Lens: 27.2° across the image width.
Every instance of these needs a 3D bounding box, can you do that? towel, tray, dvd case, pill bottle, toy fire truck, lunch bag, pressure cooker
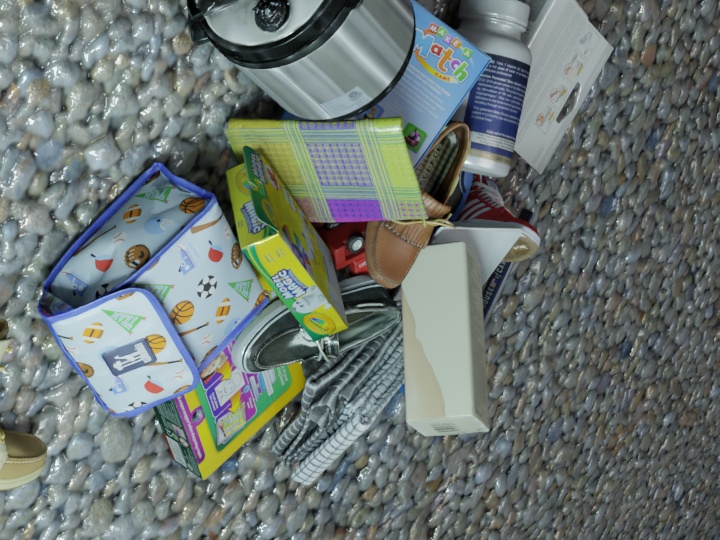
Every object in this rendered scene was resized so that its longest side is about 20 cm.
[{"bbox_3d":[-0.016,0.139,1.745,0.200,0.086,0.166,-48,179,-43],"label":"towel"},{"bbox_3d":[-0.037,-0.106,1.542,0.144,0.199,0.023,70,29,-44],"label":"towel"},{"bbox_3d":[0.107,-0.006,1.772,0.107,0.022,0.200,0,150,-21],"label":"tray"},{"bbox_3d":[0.163,0.034,1.888,0.200,0.025,0.150,-62,174,-20],"label":"dvd case"},{"bbox_3d":[0.139,-0.216,1.738,0.111,0.111,0.201,9,93,-54],"label":"pill bottle"},{"bbox_3d":[0.000,0.000,1.705,0.200,0.049,0.141,-27,135,-26],"label":"toy fire truck"},{"bbox_3d":[-0.206,0.029,1.463,0.200,0.124,0.170,-45,138,-20],"label":"lunch bag"},{"bbox_3d":[-0.055,-0.254,1.416,0.176,0.178,0.200,-57,146,-2],"label":"pressure cooker"}]

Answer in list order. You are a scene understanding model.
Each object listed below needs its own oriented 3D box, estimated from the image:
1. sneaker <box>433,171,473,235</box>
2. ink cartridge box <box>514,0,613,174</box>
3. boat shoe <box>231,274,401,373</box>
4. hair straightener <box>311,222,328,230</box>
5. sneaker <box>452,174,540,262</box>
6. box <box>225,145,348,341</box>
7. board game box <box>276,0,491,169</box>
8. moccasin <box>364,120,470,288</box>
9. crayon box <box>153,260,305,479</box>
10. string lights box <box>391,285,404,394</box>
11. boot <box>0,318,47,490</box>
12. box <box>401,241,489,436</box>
[{"bbox_3d":[0.062,-0.071,1.788,0.200,0.070,0.078,-56,150,-9],"label":"sneaker"},{"bbox_3d":[0.229,-0.245,1.905,0.200,0.045,0.176,-60,145,-2],"label":"ink cartridge box"},{"bbox_3d":[-0.044,0.063,1.620,0.200,0.071,0.072,-26,134,-25],"label":"boat shoe"},{"bbox_3d":[-0.036,-0.042,1.705,0.077,0.041,0.201,-13,123,-47],"label":"hair straightener"},{"bbox_3d":[0.164,-0.073,1.824,0.071,0.200,0.113,45,68,-28],"label":"sneaker"},{"bbox_3d":[-0.080,-0.028,1.529,0.048,0.118,0.200,-23,137,9],"label":"box"},{"bbox_3d":[0.024,-0.191,1.600,0.200,0.151,0.037,-55,-175,-9],"label":"board game box"},{"bbox_3d":[0.067,-0.074,1.631,0.074,0.078,0.202,38,72,-24],"label":"moccasin"},{"bbox_3d":[-0.152,0.104,1.641,0.173,0.058,0.200,-43,142,-28],"label":"crayon box"},{"bbox_3d":[0.080,0.108,1.941,0.103,0.059,0.200,-56,145,-10],"label":"string lights box"},{"bbox_3d":[-0.350,0.119,1.382,0.200,0.073,0.156,15,103,-49],"label":"boot"},{"bbox_3d":[0.095,0.077,1.667,0.095,0.077,0.201,47,39,-65],"label":"box"}]
